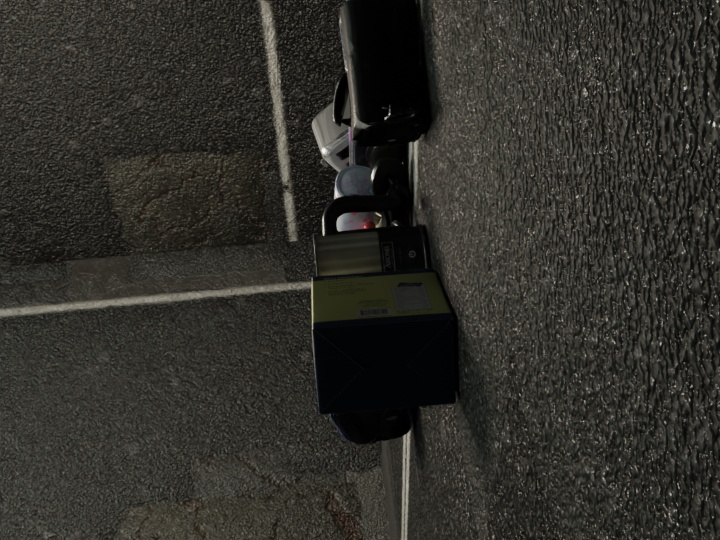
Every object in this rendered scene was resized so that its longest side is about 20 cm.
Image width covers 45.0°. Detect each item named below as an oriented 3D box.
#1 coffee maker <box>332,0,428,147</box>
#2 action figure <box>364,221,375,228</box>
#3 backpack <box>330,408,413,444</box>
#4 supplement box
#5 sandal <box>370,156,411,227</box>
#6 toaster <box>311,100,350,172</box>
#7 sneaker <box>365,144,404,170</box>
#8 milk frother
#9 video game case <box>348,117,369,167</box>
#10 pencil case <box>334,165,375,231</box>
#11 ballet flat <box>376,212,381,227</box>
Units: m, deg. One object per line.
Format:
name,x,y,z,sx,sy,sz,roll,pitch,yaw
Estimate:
coffee maker,0.043,-0.303,1.295,0.192,0.134,0.202,-15,80,64
action figure,0.000,0.000,1.688,0.065,0.098,0.201,-130,34,-54
backpack,0.029,0.289,1.922,0.201,0.181,0.148,73,-168,-52
supplement box,0.029,0.098,1.285,0.200,0.198,0.135,-99,5,-70
sandal,0.069,-0.119,1.597,0.048,0.075,0.202,39,150,46
toaster,-0.004,-0.292,1.803,0.114,0.199,0.130,39,-152,-43
sneaker,0.062,-0.166,1.659,0.200,0.075,0.116,81,172,-65
milk frother,0.014,-0.020,1.509,0.200,0.186,0.182,90,175,-64
video game case,0.027,-0.269,1.629,0.143,0.019,0.200,-50,-15,-20
pencil case,-0.007,-0.118,1.682,0.200,0.090,0.084,97,179,-62
ballet flat,0.035,-0.079,1.818,0.063,0.067,0.200,-62,19,21
